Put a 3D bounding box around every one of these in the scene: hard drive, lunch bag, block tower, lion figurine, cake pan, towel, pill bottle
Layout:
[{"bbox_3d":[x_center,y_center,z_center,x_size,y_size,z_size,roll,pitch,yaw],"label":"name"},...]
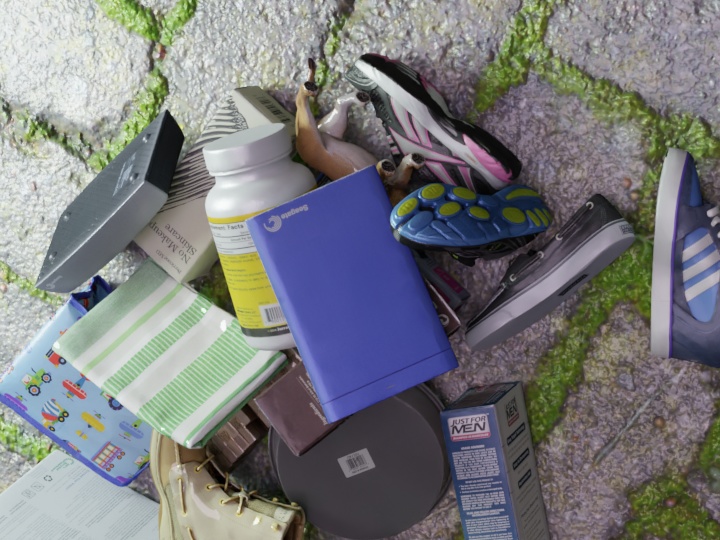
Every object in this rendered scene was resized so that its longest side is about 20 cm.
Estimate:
[{"bbox_3d":[-0.008,0.021,1.402,0.131,0.025,0.202,-23,87,-2],"label":"hard drive"},{"bbox_3d":[-0.272,0.134,1.654,0.200,0.094,0.151,43,108,-2],"label":"lunch bag"},{"bbox_3d":[-0.112,0.146,1.608,0.058,0.054,0.200,46,110,6],"label":"block tower"},{"bbox_3d":[-0.010,-0.099,1.487,0.201,0.072,0.123,54,143,17],"label":"lion figurine"},{"bbox_3d":[0.000,0.190,1.556,0.198,0.037,0.203,3,111,7],"label":"cake pan"},{"bbox_3d":[-0.192,0.082,1.552,0.199,0.152,0.023,34,152,23],"label":"towel"},{"bbox_3d":[-0.085,-0.034,1.482,0.111,0.112,0.202,-9,106,21],"label":"pill bottle"},{"bbox_3d":[-0.257,-0.065,1.581,0.042,0.136,0.200,35,126,-23],"label":"hard drive"}]

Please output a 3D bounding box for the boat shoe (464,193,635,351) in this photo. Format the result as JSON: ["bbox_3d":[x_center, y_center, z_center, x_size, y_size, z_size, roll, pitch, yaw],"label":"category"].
[{"bbox_3d":[0.175,0.004,1.480,0.199,0.068,0.057,-39,70,18],"label":"boat shoe"}]

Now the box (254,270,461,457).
[{"bbox_3d":[-0.002,0.089,1.461,0.200,0.100,0.075,-40,85,-4],"label":"box"}]

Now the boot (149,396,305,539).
[{"bbox_3d":[-0.133,0.225,1.553,0.154,0.073,0.202,7,110,25],"label":"boot"}]

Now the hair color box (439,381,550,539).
[{"bbox_3d":[0.137,0.221,1.507,0.060,0.100,0.202,-9,96,22],"label":"hair color box"}]

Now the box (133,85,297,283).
[{"bbox_3d":[-0.146,-0.089,1.573,0.082,0.068,0.201,40,109,8],"label":"box"}]

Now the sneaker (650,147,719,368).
[{"bbox_3d":[0.344,-0.010,1.411,0.145,0.081,0.203,3,97,11],"label":"sneaker"}]

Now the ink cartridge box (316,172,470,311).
[{"bbox_3d":[0.000,0.000,1.553,0.200,0.042,0.120,45,110,9],"label":"ink cartridge box"}]

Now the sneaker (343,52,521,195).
[{"bbox_3d":[0.055,-0.128,1.490,0.200,0.080,0.087,42,111,10],"label":"sneaker"}]

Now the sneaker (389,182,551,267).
[{"bbox_3d":[0.101,-0.035,1.430,0.083,0.198,0.071,-49,62,33],"label":"sneaker"}]

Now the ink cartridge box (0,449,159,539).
[{"bbox_3d":[-0.301,0.289,1.624,0.198,0.196,0.044,26,119,15],"label":"ink cartridge box"}]
